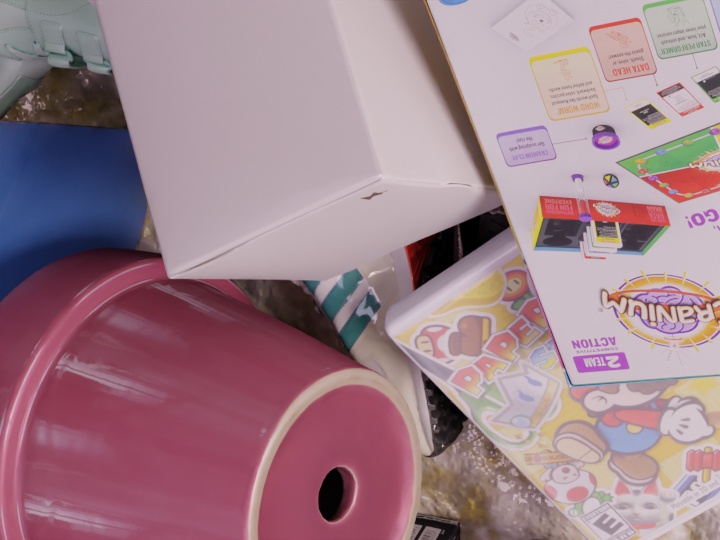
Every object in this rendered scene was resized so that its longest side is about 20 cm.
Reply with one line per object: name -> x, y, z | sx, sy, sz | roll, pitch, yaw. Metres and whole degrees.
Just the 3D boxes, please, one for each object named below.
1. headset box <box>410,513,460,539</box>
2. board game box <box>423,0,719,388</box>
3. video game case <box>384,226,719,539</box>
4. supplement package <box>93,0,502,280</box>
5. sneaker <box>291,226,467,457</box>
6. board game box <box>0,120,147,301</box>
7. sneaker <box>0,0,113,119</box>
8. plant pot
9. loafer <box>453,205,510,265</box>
headset box -> -0.010, 0.260, 0.904 | 0.093, 0.174, 0.200 | 7, 118, 21
board game box -> 0.125, -0.050, 0.654 | 0.153, 0.040, 0.200 | -6, 117, 33
video game case -> 0.144, 0.032, 0.765 | 0.200, 0.023, 0.182 | -34, 113, 24
supplement package -> -0.032, -0.107, 0.721 | 0.120, 0.121, 0.200 | -23, 77, 30
sneaker -> 0.000, 0.000, 0.840 | 0.093, 0.070, 0.200 | -3, 111, 33
board game box -> -0.206, -0.022, 0.862 | 0.039, 0.200, 0.158 | 45, 119, 32
sneaker -> -0.145, -0.110, 0.841 | 0.200, 0.074, 0.118 | 36, 118, 16
plant pot -> -0.077, 0.096, 0.813 | 0.179, 0.200, 0.200 | 9, 119, 39
loafer -> 0.080, -0.047, 0.773 | 0.073, 0.071, 0.200 | 9, 118, 20
